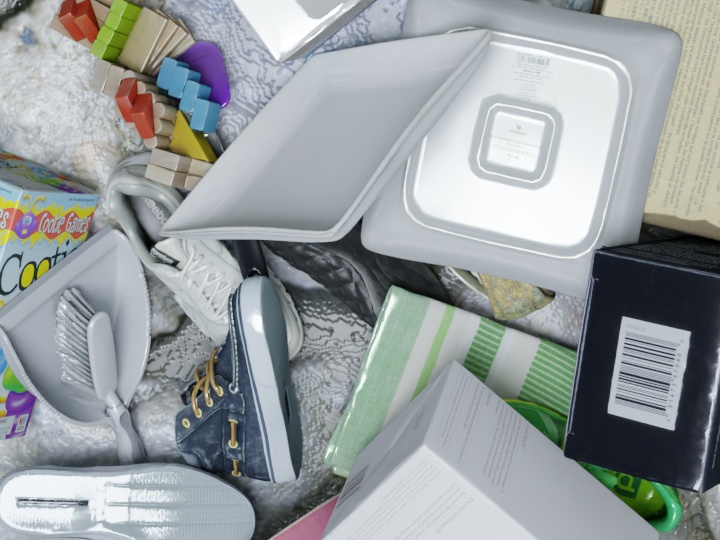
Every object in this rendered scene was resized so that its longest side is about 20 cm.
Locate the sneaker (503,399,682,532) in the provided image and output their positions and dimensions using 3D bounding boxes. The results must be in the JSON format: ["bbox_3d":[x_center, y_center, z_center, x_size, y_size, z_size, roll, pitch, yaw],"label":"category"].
[{"bbox_3d":[0.152,0.148,1.137,0.199,0.084,0.075,13,101,-12],"label":"sneaker"}]

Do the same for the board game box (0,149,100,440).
[{"bbox_3d":[-0.290,0.018,1.144,0.103,0.105,0.201,22,100,22],"label":"board game box"}]

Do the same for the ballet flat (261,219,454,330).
[{"bbox_3d":[0.000,0.000,1.176,0.200,0.057,0.067,40,72,-8],"label":"ballet flat"}]

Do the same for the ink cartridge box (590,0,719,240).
[{"bbox_3d":[0.240,-0.132,1.121,0.164,0.075,0.201,14,99,-1],"label":"ink cartridge box"}]

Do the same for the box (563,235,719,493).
[{"bbox_3d":[0.238,0.059,1.079,0.104,0.200,0.149,12,99,30],"label":"box"}]

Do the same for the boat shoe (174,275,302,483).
[{"bbox_3d":[-0.099,0.088,1.141,0.090,0.071,0.201,-1,132,5],"label":"boat shoe"}]

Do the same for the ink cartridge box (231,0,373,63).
[{"bbox_3d":[-0.038,-0.232,1.057,0.125,0.200,0.129,-37,96,7],"label":"ink cartridge box"}]

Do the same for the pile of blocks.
[{"bbox_3d":[-0.158,-0.142,1.122,0.082,0.062,0.200,-38,79,14],"label":"pile of blocks"}]

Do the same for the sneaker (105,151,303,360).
[{"bbox_3d":[-0.123,-0.001,1.159,0.075,0.081,0.200,-43,96,6],"label":"sneaker"}]

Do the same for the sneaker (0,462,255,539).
[{"bbox_3d":[-0.181,0.179,1.179,0.199,0.071,0.074,10,85,-9],"label":"sneaker"}]

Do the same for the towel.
[{"bbox_3d":[0.087,0.112,1.172,0.199,0.023,0.153,19,100,-14],"label":"towel"}]

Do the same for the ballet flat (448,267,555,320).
[{"bbox_3d":[0.072,-0.047,1.151,0.071,0.071,0.201,-34,96,8],"label":"ballet flat"}]

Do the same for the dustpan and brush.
[{"bbox_3d":[-0.199,0.085,1.174,0.057,0.140,0.201,20,133,27],"label":"dustpan and brush"}]

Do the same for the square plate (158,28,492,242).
[{"bbox_3d":[-0.022,-0.086,1.052,0.200,0.197,0.028,-52,121,-27],"label":"square plate"}]

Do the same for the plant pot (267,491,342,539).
[{"bbox_3d":[-0.004,0.271,1.149,0.200,0.200,0.179,-36,79,8],"label":"plant pot"}]

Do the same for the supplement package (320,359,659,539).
[{"bbox_3d":[0.093,0.187,1.059,0.200,0.121,0.120,40,118,-6],"label":"supplement package"}]

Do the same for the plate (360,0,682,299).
[{"bbox_3d":[0.111,-0.091,1.083,0.198,0.032,0.201,13,96,9],"label":"plate"}]

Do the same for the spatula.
[{"bbox_3d":[-0.105,-0.078,1.149,0.056,0.021,0.201,-21,84,12],"label":"spatula"}]
